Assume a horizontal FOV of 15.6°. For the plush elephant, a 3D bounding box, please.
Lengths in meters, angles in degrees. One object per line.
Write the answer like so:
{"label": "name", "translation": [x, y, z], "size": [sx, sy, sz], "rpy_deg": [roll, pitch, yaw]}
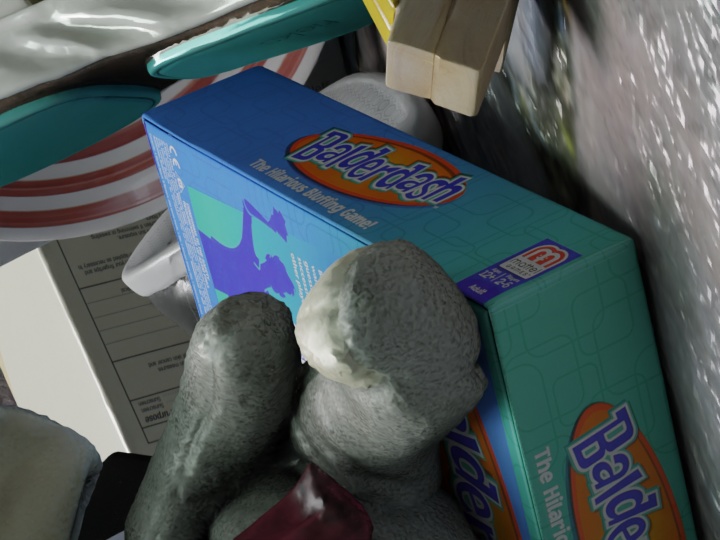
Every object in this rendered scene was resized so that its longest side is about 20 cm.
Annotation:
{"label": "plush elephant", "translation": [-0.044, 0.099, 0.635], "size": [0.166, 0.154, 0.200], "rpy_deg": [67, 158, -5]}

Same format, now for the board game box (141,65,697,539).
{"label": "board game box", "translation": [0.017, 0.040, 0.706], "size": [0.200, 0.045, 0.153], "rpy_deg": [31, 140, 57]}

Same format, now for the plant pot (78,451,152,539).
{"label": "plant pot", "translation": [-0.028, 0.194, 0.879], "size": [0.200, 0.176, 0.201], "rpy_deg": [-49, -52, -49]}

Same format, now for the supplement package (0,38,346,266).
{"label": "supplement package", "translation": [-0.120, -0.141, 0.923], "size": [0.150, 0.151, 0.201], "rpy_deg": [35, 146, 50]}

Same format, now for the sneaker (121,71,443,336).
{"label": "sneaker", "translation": [0.000, 0.000, 0.869], "size": [0.099, 0.071, 0.200], "rpy_deg": [41, 155, -14]}

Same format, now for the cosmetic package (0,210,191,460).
{"label": "cosmetic package", "translation": [-0.105, -0.001, 1.101], "size": [0.073, 0.103, 0.201], "rpy_deg": [-43, 66, 50]}

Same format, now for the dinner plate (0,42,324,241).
{"label": "dinner plate", "translation": [-0.103, -0.102, 0.825], "size": [0.024, 0.199, 0.201], "rpy_deg": [-115, 9, -58]}

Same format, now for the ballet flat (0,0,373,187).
{"label": "ballet flat", "translation": [-0.073, -0.078, 0.789], "size": [0.069, 0.199, 0.070], "rpy_deg": [39, -140, -43]}

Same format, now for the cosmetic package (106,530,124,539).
{"label": "cosmetic package", "translation": [-0.021, 0.144, 0.746], "size": [0.200, 0.082, 0.051], "rpy_deg": [35, 138, 42]}

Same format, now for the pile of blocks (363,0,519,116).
{"label": "pile of blocks", "translation": [-0.020, -0.115, 0.635], "size": [0.062, 0.081, 0.201], "rpy_deg": [90, 160, -67]}
